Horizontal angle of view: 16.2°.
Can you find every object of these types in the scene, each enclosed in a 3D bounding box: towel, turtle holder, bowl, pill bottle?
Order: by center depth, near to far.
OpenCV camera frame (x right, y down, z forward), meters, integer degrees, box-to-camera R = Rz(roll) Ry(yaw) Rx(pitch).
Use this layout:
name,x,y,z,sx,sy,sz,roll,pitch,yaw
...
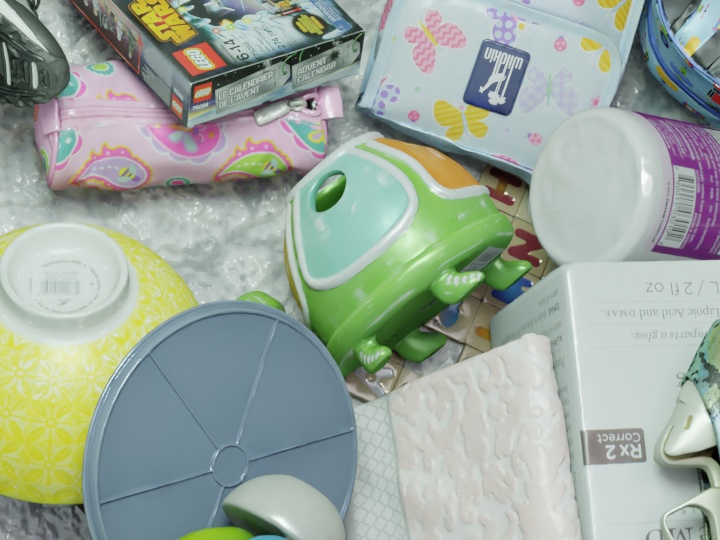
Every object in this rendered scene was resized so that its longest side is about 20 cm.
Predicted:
name,x,y,z,sx,sy,sz,roll,pitch,yaw
bowl,-0.186,0.034,1.581,0.198,0.108,0.201,3,48,-3
towel,0.061,0.160,1.607,0.032,0.190,0.202,7,68,-45
turtle holder,0.008,-0.005,1.669,0.141,0.186,0.132,-26,75,-48
pill bottle,0.217,-0.043,1.704,0.199,0.112,0.113,8,70,-43

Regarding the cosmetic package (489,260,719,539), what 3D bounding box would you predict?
name,x,y,z,sx,sy,sz,roll,pitch,yaw
cosmetic package,0.190,0.108,1.650,0.163,0.165,0.202,-2,77,-15

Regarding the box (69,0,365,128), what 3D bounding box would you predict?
name,x,y,z,sx,sy,sz,roll,pitch,yaw
box,-0.108,-0.182,1.676,0.136,0.040,0.200,-21,49,-29

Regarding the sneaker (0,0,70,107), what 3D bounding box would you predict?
name,x,y,z,sx,sy,sz,roll,pitch,yaw
sneaker,-0.237,-0.173,1.648,0.079,0.074,0.200,-20,40,-27

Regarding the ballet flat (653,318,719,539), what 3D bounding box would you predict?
name,x,y,z,sx,sy,sz,roll,pitch,yaw
ballet flat,0.211,0.129,1.528,0.074,0.074,0.202,-4,75,-14

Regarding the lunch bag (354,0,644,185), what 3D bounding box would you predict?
name,x,y,z,sx,sy,sz,roll,pitch,yaw
lunch bag,0.102,-0.171,1.739,0.168,0.127,0.201,21,74,-4

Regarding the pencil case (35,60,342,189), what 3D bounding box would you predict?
name,x,y,z,sx,sy,sz,roll,pitch,yaw
pencil case,-0.116,-0.099,1.681,0.198,0.087,0.088,-2,75,-13

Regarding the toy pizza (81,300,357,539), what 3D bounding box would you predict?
name,x,y,z,sx,sy,sz,roll,pitch,yaw
toy pizza,-0.088,0.118,1.558,0.199,0.032,0.202,-4,97,-35

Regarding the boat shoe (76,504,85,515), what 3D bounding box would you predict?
name,x,y,z,sx,sy,sz,roll,pitch,yaw
boat shoe,-0.131,0.177,1.611,0.200,0.072,0.068,40,68,-2

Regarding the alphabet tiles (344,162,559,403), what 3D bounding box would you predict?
name,x,y,z,sx,sy,sz,roll,pitch,yaw
alphabet tiles,0.098,0.029,1.742,0.166,0.008,0.201,25,71,-5

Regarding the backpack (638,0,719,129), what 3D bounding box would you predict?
name,x,y,z,sx,sy,sz,roll,pitch,yaw
backpack,0.279,-0.174,1.759,0.182,0.135,0.200,38,59,-2

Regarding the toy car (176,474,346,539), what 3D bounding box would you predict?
name,x,y,z,sx,sy,sz,roll,pitch,yaw
toy car,-0.033,0.226,1.481,0.200,0.150,0.176,38,74,-9
